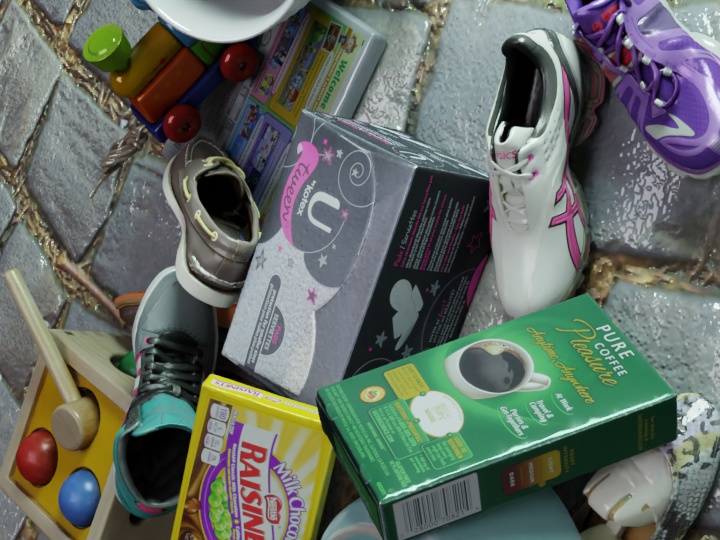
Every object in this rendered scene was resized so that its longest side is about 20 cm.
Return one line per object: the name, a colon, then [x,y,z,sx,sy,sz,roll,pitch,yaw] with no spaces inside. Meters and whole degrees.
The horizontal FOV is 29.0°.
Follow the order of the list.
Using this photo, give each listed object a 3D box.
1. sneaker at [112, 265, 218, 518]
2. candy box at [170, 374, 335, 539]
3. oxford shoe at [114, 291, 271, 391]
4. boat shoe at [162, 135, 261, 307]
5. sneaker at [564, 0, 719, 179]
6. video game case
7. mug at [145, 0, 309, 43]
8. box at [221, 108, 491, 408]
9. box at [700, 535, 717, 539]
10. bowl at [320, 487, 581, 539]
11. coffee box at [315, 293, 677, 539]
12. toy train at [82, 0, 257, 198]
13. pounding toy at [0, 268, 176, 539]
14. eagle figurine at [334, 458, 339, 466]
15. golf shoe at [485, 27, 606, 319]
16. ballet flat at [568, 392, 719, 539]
sneaker: [-0.145,0.097,1.063,0.121,0.083,0.201,-172,91,-73]
candy box: [-0.081,0.181,0.988,0.102,0.026,0.201,15,108,7]
oxford shoe: [-0.141,0.058,1.183,0.199,0.071,0.073,9,95,42]
boat shoe: [-0.114,-0.053,1.108,0.060,0.072,0.200,-56,25,27]
sneaker: [0.177,-0.141,0.901,0.081,0.083,0.200,-48,57,29]
video game case: [-0.079,-0.145,1.180,0.182,0.022,0.201,40,111,38]
mug: [-0.058,-0.261,1.077,0.199,0.175,0.148,20,118,9]
box: [0.000,0.000,1.027,0.132,0.114,0.201,30,105,40]
box: [0.209,0.285,0.817,0.163,0.021,0.200,39,104,18]
bowl: [0.041,0.214,0.891,0.200,0.105,0.202,0,90,48]
coffee box: [0.085,0.091,0.877,0.123,0.199,0.044,-126,20,-53]
toy train: [-0.189,-0.156,1.153,0.200,0.116,0.085,-47,50,1]
pounding toy: [-0.234,0.129,1.209,0.184,0.142,0.201,31,106,40]
eagle figurine: [-0.067,0.210,1.060,0.200,0.151,0.151,-29,46,42]
golf shoe: [0.111,-0.064,0.948,0.072,0.092,0.201,4,89,41]
ballet flat: [0.161,0.165,0.890,0.072,0.072,0.201,44,114,37]
